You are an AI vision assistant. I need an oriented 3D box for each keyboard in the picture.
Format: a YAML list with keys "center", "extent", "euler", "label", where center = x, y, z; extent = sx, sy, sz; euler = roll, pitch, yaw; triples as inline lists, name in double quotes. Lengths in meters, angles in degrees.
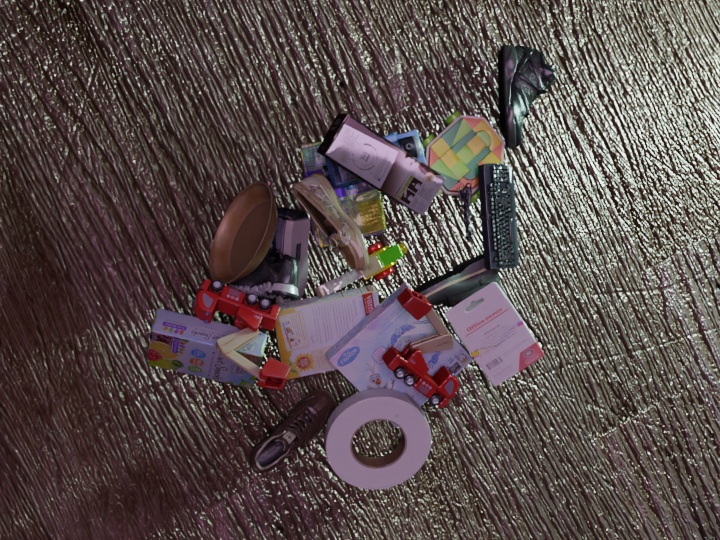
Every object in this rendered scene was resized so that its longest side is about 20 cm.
- center: [0.244, -0.102, 1.637]
  extent: [0.127, 0.021, 0.201]
  euler: [-4, 89, -24]
  label: "keyboard"

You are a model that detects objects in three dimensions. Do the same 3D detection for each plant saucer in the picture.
- center: [-0.204, -0.062, 1.561]
  extent: [0.035, 0.200, 0.201]
  euler: [26, 87, -33]
  label: "plant saucer"

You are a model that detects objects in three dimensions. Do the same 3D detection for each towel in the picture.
- center: [-0.032, -0.152, 1.654]
  extent: [0.143, 0.023, 0.201]
  euler: [-10, 91, -6]
  label: "towel"

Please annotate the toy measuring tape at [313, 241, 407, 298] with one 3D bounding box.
- center: [0.000, 0.000, 1.630]
  extent: [0.200, 0.074, 0.074]
  euler: [-28, 93, -13]
  label: "toy measuring tape"

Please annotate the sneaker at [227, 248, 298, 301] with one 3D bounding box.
- center: [-0.170, 0.006, 1.561]
  extent: [0.066, 0.200, 0.091]
  euler: [17, 79, -37]
  label: "sneaker"

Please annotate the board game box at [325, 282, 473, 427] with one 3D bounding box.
- center: [0.074, 0.160, 1.620]
  extent: [0.200, 0.043, 0.199]
  euler: [-42, 111, 3]
  label: "board game box"

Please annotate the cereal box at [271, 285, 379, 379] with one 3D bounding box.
- center: [-0.058, 0.116, 1.621]
  extent: [0.199, 0.040, 0.144]
  euler: [-11, 111, -9]
  label: "cereal box"

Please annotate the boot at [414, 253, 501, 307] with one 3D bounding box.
- center: [0.191, 0.070, 1.659]
  extent: [0.200, 0.077, 0.139]
  euler: [-26, 98, -5]
  label: "boot"

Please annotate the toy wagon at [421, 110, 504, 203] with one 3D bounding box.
- center: [0.184, -0.203, 1.671]
  extent: [0.200, 0.040, 0.155]
  euler: [-42, 94, -5]
  label: "toy wagon"

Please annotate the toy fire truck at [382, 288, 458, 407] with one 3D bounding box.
- center: [0.118, 0.142, 1.566]
  extent: [0.200, 0.049, 0.141]
  euler: [38, 96, -20]
  label: "toy fire truck"

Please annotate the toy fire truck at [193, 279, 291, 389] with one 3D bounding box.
- center: [-0.204, 0.109, 1.491]
  extent: [0.199, 0.049, 0.141]
  euler: [21, 56, -2]
  label: "toy fire truck"

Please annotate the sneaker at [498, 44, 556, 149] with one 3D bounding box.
- center: [0.324, -0.334, 1.668]
  extent: [0.114, 0.076, 0.200]
  euler: [2, 85, 0]
  label: "sneaker"

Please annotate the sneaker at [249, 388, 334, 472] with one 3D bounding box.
- center: [-0.123, 0.306, 1.618]
  extent: [0.200, 0.076, 0.070]
  euler: [-45, 95, -4]
  label: "sneaker"

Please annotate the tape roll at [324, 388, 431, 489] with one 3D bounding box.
- center: [0.033, 0.316, 1.624]
  extent: [0.202, 0.037, 0.204]
  euler: [-2, 110, -6]
  label: "tape roll"

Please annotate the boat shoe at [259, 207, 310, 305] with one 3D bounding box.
- center: [-0.151, -0.025, 1.625]
  extent: [0.093, 0.075, 0.201]
  euler: [21, 110, 33]
  label: "boat shoe"

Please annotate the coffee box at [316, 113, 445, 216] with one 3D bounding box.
- center: [0.033, -0.182, 1.480]
  extent: [0.200, 0.113, 0.080]
  euler: [31, 94, -15]
  label: "coffee box"

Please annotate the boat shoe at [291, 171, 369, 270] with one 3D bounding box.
- center: [-0.054, -0.080, 1.571]
  extent: [0.063, 0.073, 0.200]
  euler: [-28, 81, -27]
  label: "boat shoe"

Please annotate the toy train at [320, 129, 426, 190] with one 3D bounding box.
- center: [0.025, -0.204, 1.592]
  extent: [0.199, 0.114, 0.087]
  euler: [-15, 92, -6]
  label: "toy train"

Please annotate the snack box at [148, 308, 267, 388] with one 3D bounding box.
- center: [-0.279, 0.143, 1.565]
  extent: [0.199, 0.142, 0.053]
  euler: [14, 57, -7]
  label: "snack box"

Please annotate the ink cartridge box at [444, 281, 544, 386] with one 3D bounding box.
- center: [0.243, 0.106, 1.621]
  extent: [0.116, 0.068, 0.200]
  euler: [-33, 117, 6]
  label: "ink cartridge box"
